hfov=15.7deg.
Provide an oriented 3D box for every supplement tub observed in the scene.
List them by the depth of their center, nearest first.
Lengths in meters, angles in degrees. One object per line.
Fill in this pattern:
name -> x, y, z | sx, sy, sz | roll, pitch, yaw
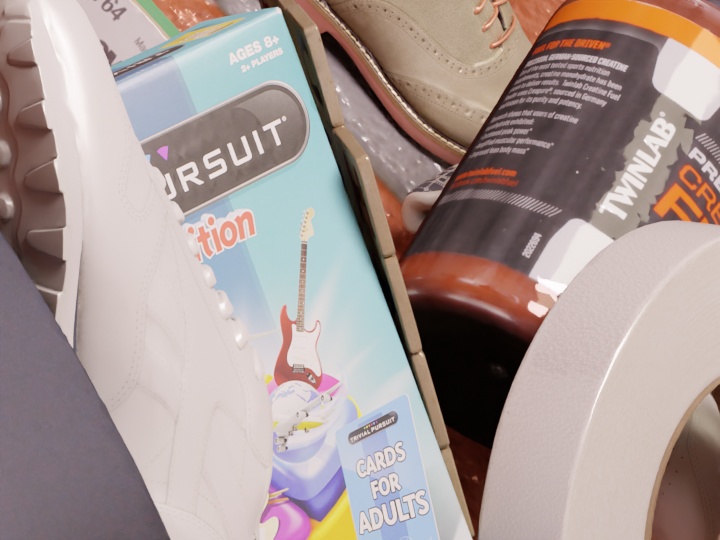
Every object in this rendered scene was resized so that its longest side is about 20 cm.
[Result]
supplement tub -> 0.093, -0.033, 0.967 | 0.107, 0.107, 0.200 | 37, 63, -11

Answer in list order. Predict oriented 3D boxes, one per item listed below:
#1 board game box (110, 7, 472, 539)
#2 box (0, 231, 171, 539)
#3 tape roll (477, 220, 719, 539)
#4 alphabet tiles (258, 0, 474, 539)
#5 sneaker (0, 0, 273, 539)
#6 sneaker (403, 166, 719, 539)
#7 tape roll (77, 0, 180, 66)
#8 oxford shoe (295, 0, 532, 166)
board game box -> -0.058, 0.043, 0.778 | 0.151, 0.047, 0.201 | -28, 105, -34
box -> -0.170, 0.090, 0.654 | 0.148, 0.200, 0.105 | -16, 69, -48
tape roll -> 0.112, 0.084, 0.899 | 0.202, 0.037, 0.204 | -13, 107, -50
alphabet tiles -> 0.000, 0.000, 0.881 | 0.166, 0.006, 0.201 | -122, -165, -68
sneaker -> -0.069, 0.016, 0.704 | 0.080, 0.076, 0.201 | -20, 108, -39
sneaker -> 0.088, 0.042, 1.033 | 0.080, 0.077, 0.201 | -10, 59, -36
tape roll -> -0.095, -0.058, 0.904 | 0.201, 0.048, 0.201 | 48, 11, -13
oxford shoe -> 0.038, -0.105, 1.111 | 0.200, 0.074, 0.071 | 36, 40, -13
